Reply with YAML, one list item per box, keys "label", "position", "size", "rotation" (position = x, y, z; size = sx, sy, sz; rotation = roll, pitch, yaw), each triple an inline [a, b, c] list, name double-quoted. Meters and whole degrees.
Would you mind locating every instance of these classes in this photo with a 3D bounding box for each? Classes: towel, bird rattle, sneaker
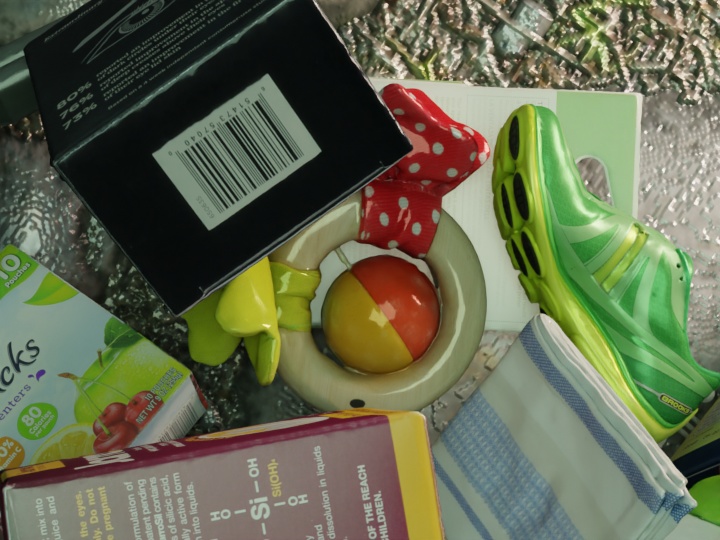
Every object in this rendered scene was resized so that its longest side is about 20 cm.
- label: "towel"
  position: [0.071, 0.136, 0.935]
  size: [0.024, 0.147, 0.200]
  rotation: [20, 116, -43]
- label: "bird rattle"
  position: [0.000, 0.000, 0.997]
  size: [0.200, 0.113, 0.163]
  rotation: [-38, 105, -18]
- label: "sneaker"
  position: [0.133, -0.003, 0.995]
  size: [0.083, 0.074, 0.200]
  rotation: [-28, 100, -11]

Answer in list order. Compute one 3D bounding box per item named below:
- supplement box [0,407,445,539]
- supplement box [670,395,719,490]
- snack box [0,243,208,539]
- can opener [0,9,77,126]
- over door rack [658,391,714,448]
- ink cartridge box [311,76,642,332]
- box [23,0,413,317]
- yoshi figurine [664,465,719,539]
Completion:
- label: "supplement box"
  position: [-0.070, 0.132, 0.883]
  size: [0.199, 0.131, 0.104]
  rotation: [-9, 90, -13]
- label: "supplement box"
  position: [0.309, 0.107, 0.996]
  size: [0.200, 0.134, 0.200]
  rotation: [45, 62, -3]
- label: "snack box"
  position: [-0.201, 0.103, 0.982]
  size: [0.142, 0.053, 0.200]
  rotation: [32, 71, 23]
- label: "can opener"
  position: [-0.198, -0.098, 1.040]
  size: [0.200, 0.053, 0.067]
  rotation: [-31, 125, -3]
- label: "over door rack"
  position: [0.143, 0.142, 1.048]
  size: [0.148, 0.067, 0.200]
  rotation: [39, 86, -2]
- label: "ink cartridge box"
  position: [0.057, -0.036, 1.051]
  size: [0.199, 0.048, 0.146]
  rotation: [3, 88, -2]
- label: "box"
  position: [-0.080, -0.090, 0.934]
  size: [0.148, 0.200, 0.104]
  rotation: [-35, 116, 3]
- label: "yoshi figurine"
  position: [0.135, 0.148, 0.931]
  size: [0.112, 0.200, 0.112]
  rotation: [-35, 94, -38]
